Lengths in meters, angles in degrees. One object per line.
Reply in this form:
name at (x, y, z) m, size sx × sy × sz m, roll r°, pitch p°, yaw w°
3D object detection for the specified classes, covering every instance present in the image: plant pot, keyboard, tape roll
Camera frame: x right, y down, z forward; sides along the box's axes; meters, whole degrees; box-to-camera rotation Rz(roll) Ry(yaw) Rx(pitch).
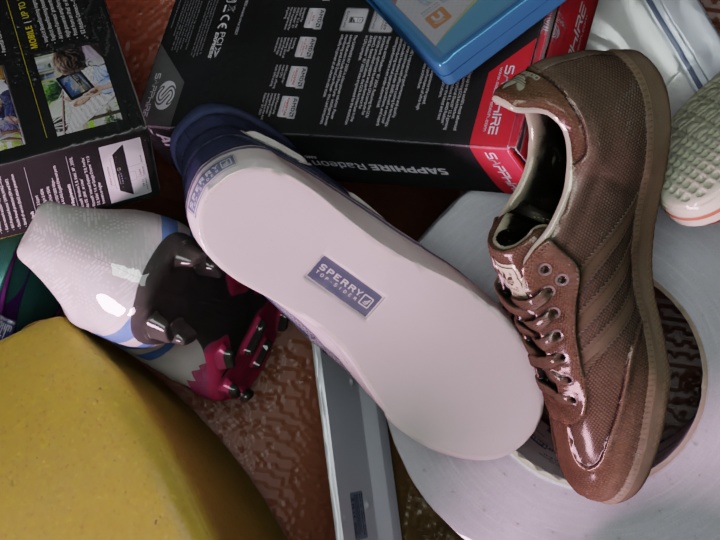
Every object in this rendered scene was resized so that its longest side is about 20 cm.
plant pot at (-0.138, 0.138, 1.286) m, size 0.194 × 0.196 × 0.200 m, roll -25°, pitch 75°, yaw 6°
keyboard at (0.001, 0.115, 1.330) m, size 0.011 × 0.056 × 0.201 m, roll -9°, pitch 87°, yaw 31°
tape roll at (0.111, 0.041, 1.291) m, size 0.200 × 0.066 × 0.201 m, roll 3°, pitch 102°, yaw 13°

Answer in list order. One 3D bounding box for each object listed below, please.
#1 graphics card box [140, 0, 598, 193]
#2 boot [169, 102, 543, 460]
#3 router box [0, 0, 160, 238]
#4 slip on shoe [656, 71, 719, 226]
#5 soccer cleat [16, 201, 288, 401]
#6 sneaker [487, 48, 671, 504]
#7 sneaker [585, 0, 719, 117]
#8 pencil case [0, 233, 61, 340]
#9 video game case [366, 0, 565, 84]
graphics card box at (0.005, -0.103, 1.285) m, size 0.200 × 0.051 × 0.126 m, roll 4°, pitch 67°, yaw 28°
boot at (0.000, 0.000, 1.246) m, size 0.073 × 0.090 × 0.200 m, roll -43°, pitch 116°, yaw 9°
router box at (-0.188, -0.101, 1.296) m, size 0.149 × 0.051 × 0.200 m, roll -15°, pitch 51°, yaw -7°
slip on shoe at (0.193, -0.071, 1.253) m, size 0.074 × 0.200 × 0.061 m, roll -14°, pitch 112°, yaw 38°
soccer cleat at (-0.092, 0.007, 1.278) m, size 0.086 × 0.200 × 0.070 m, roll 23°, pitch 83°, yaw 17°
sneaker at (0.085, 0.005, 1.203) m, size 0.075 × 0.070 × 0.201 m, roll -6°, pitch 104°, yaw -26°
sneaker at (0.107, -0.137, 1.312) m, size 0.071 × 0.073 × 0.200 m, roll -33°, pitch 85°, yaw 2°
pencil case at (-0.245, -0.011, 1.350) m, size 0.200 × 0.085 × 0.093 m, roll 16°, pitch 102°, yaw 8°
video game case at (0.044, -0.182, 1.271) m, size 0.143 × 0.018 × 0.200 m, roll -37°, pitch 49°, yaw -4°
